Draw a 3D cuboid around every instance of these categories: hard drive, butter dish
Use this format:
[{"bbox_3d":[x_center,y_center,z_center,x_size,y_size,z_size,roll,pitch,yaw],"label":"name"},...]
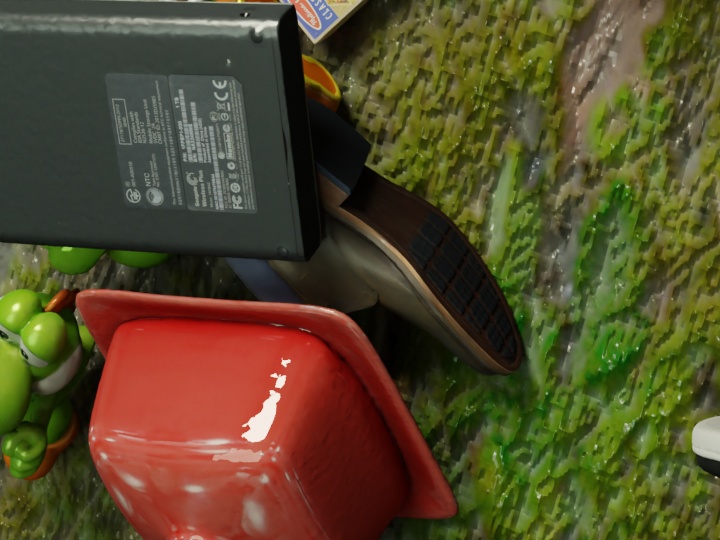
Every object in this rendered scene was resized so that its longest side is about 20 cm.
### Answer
[{"bbox_3d":[-0.125,-0.077,1.118,0.198,0.033,0.141,4,118,19],"label":"hard drive"},{"bbox_3d":[-0.073,0.121,1.174,0.198,0.149,0.201,4,142,30],"label":"butter dish"}]

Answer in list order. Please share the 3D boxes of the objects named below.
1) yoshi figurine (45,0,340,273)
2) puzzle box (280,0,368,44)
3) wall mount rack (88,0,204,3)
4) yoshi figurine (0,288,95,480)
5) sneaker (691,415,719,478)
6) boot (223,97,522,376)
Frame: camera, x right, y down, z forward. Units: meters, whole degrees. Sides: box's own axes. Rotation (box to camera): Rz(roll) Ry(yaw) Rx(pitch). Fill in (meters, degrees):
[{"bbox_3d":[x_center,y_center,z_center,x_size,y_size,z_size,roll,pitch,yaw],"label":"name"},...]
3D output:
[{"bbox_3d":[-0.105,-0.071,1.227,0.200,0.113,0.112,-40,117,17],"label":"yoshi figurine"},{"bbox_3d":[-0.040,-0.247,1.161,0.133,0.025,0.200,-39,90,29],"label":"puzzle box"},{"bbox_3d":[-0.155,-0.159,1.211,0.074,0.174,0.200,41,124,-19],"label":"wall mount rack"},{"bbox_3d":[-0.222,0.072,1.257,0.111,0.200,0.113,8,70,-6],"label":"yoshi figurine"},{"bbox_3d":[0.263,0.142,1.061,0.198,0.073,0.113,8,103,27],"label":"sneaker"},{"bbox_3d":[0.000,0.000,1.174,0.200,0.075,0.097,47,123,-8],"label":"boot"}]
